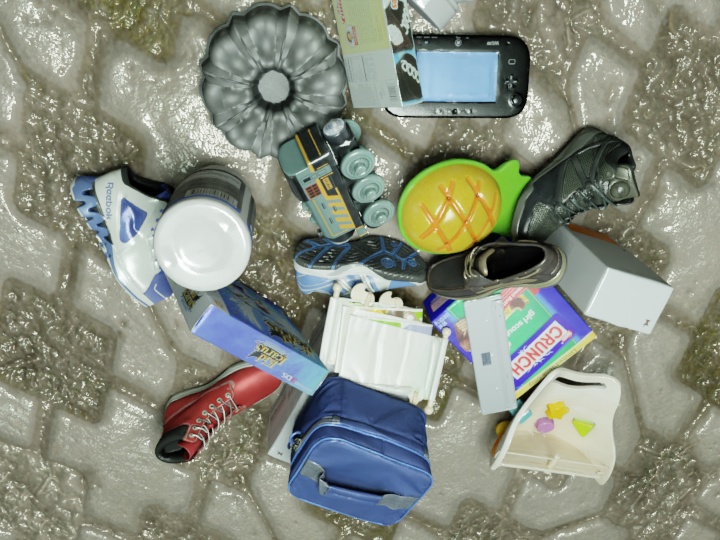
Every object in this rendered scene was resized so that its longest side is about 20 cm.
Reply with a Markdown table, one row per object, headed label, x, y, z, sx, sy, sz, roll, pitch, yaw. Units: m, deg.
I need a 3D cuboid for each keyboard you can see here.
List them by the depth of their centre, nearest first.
| label | x | y | z | sx | sy | sz | roll | pitch | yaw |
| --- | --- | --- | --- | --- | --- | --- | --- | --- | --- |
| keyboard | 0.193 | 0.128 | 1.020 | 0.056 | 0.011 | 0.202 | -9 | 115 | 8 |

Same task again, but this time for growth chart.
| label | x | y | z | sx | sy | sz | roll | pitch | yaw |
| --- | --- | --- | --- | --- | --- | --- | --- | --- | --- |
| growth chart | 0.036 | 0.105 | 0.968 | 0.198 | 0.018 | 0.146 | 20 | 85 | -16 |

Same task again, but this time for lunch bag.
| label | x | y | z | sx | sy | sz | roll | pitch | yaw |
| --- | --- | --- | --- | --- | --- | --- | --- | --- | --- |
| lunch bag | -0.006 | 0.248 | 0.930 | 0.198 | 0.133 | 0.137 | 21 | 120 | -16 |

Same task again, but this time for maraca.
| label | x | y | z | sx | sy | sz | roll | pitch | yaw |
| --- | --- | --- | --- | --- | --- | --- | --- | --- | --- |
| maraca | 0.144 | -0.089 | 0.954 | 0.198 | 0.107 | 0.138 | -10 | 123 | -13 |

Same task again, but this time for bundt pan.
| label | x | y | z | sx | sy | sz | roll | pitch | yaw |
| --- | --- | --- | --- | --- | --- | --- | --- | --- | --- |
| bundt pan | -0.111 | -0.233 | 0.883 | 0.199 | 0.076 | 0.204 | -2 | 113 | -4 |

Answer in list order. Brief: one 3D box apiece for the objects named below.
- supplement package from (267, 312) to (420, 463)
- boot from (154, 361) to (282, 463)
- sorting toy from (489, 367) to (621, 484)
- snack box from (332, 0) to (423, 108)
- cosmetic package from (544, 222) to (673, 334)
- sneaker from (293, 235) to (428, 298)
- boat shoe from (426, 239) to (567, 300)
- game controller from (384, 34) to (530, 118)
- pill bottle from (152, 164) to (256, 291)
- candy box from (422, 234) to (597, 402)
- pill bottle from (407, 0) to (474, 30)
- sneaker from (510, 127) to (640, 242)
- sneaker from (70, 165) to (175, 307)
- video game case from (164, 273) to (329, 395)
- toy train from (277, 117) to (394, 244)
| label | x | y | z | sx | sy | sz | roll | pitch | yaw |
| --- | --- | --- | --- | --- | --- | --- | --- | --- | --- |
| supplement package | -0.029 | 0.198 | 1.052 | 0.155 | 0.111 | 0.201 | 25 | 109 | -15 |
| boot | -0.205 | 0.212 | 1.023 | 0.198 | 0.144 | 0.073 | -25 | 111 | 4 |
| sorting toy | 0.314 | 0.228 | 1.080 | 0.198 | 0.107 | 0.181 | 11 | 123 | -13 |
| snack box | 0.014 | -0.301 | 0.837 | 0.037 | 0.116 | 0.202 | -22 | 112 | -26 |
| cosmetic package | 0.327 | 0.001 | 0.956 | 0.100 | 0.200 | 0.072 | 16 | 111 | -13 |
| sneaker | 0.000 | 0.000 | 1.003 | 0.197 | 0.076 | 0.078 | 5 | 135 | -8 |
| boat shoe | 0.174 | -0.009 | 0.935 | 0.198 | 0.075 | 0.073 | -12 | 155 | 30 |
| game controller | 0.125 | -0.256 | 0.915 | 0.197 | 0.042 | 0.106 | -1 | 113 | -6 |
| pill bottle | -0.190 | -0.064 | 0.878 | 0.112 | 0.200 | 0.115 | -2 | 112 | -5 |
| candy box | 0.223 | 0.074 | 1.043 | 0.169 | 0.077 | 0.200 | -42 | 111 | 13 |
| pill bottle | 0.128 | -0.395 | 0.818 | 0.113 | 0.114 | 0.200 | 37 | 105 | -18 |
| sneaker | 0.293 | -0.101 | 0.932 | 0.199 | 0.114 | 0.076 | -45 | 125 | -3 |
| sneaker | -0.290 | -0.055 | 0.936 | 0.114 | 0.081 | 0.201 | -23 | 111 | 7 |
| video game case | -0.153 | 0.065 | 0.918 | 0.199 | 0.181 | 0.046 | 35 | 96 | -35 |
| toy train | -0.029 | -0.112 | 0.909 | 0.113 | 0.086 | 0.201 | -25 | 145 | 2 |
